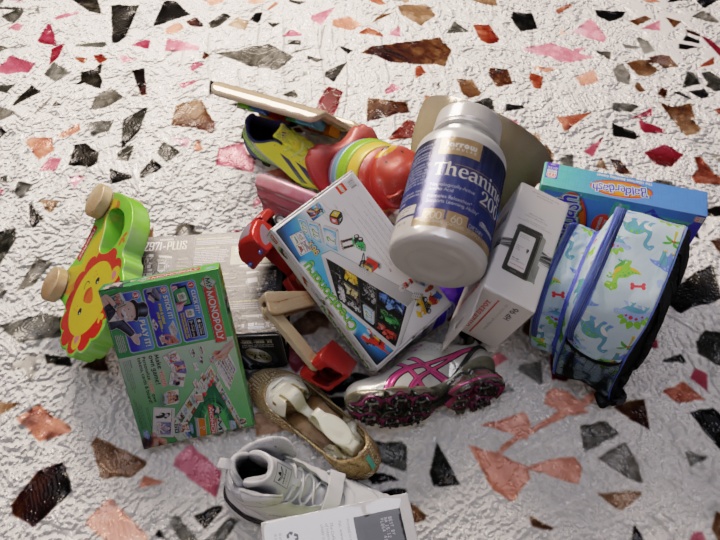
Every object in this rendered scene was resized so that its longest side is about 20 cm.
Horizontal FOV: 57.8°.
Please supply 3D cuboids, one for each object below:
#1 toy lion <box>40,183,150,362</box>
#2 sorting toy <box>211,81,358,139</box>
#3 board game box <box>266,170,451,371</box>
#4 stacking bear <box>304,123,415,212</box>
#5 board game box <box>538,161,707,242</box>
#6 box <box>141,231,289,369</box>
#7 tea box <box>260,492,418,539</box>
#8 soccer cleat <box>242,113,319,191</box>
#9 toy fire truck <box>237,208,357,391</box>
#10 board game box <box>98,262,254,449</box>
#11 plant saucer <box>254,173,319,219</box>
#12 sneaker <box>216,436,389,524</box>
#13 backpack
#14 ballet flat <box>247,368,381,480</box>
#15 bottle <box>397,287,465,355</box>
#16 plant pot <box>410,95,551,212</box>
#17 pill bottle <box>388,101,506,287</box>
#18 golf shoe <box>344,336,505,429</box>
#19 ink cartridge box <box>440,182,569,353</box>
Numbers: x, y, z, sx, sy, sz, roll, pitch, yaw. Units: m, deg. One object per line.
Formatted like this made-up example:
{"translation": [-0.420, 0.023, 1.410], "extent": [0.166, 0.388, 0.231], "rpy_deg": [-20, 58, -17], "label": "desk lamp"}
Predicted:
{"translation": [-0.323, 0.006, 0.825], "extent": [0.191, 0.068, 0.201], "rpy_deg": [27, 89, 48], "label": "toy lion"}
{"translation": [-0.113, -0.247, 1.028], "extent": [0.184, 0.200, 0.037], "rpy_deg": [19, 102, 15], "label": "sorting toy"}
{"translation": [0.000, 0.000, 0.764], "extent": [0.126, 0.035, 0.201], "rpy_deg": [-38, 93, -20], "label": "board game box"}
{"translation": [0.023, -0.131, 0.896], "extent": [0.121, 0.115, 0.200], "rpy_deg": [-29, 22, -17], "label": "stacking bear"}
{"translation": [0.326, -0.058, 0.865], "extent": [0.198, 0.153, 0.045], "rpy_deg": [13, 56, 12], "label": "board game box"}
{"translation": [-0.195, 0.040, 0.854], "extent": [0.198, 0.086, 0.165], "rpy_deg": [-4, 55, -1], "label": "box"}
{"translation": [-0.002, 0.333, 0.570], "extent": [0.132, 0.198, 0.201], "rpy_deg": [-9, 54, -5], "label": "tea box"}
{"translation": [-0.101, -0.185, 1.012], "extent": [0.199, 0.084, 0.065], "rpy_deg": [25, 59, 18], "label": "soccer cleat"}
{"translation": [-0.077, 0.032, 0.785], "extent": [0.200, 0.049, 0.141], "rpy_deg": [40, 42, -9], "label": "toy fire truck"}
{"translation": [-0.208, 0.101, 0.757], "extent": [0.133, 0.202, 0.029], "rpy_deg": [-11, 18, -6], "label": "board game box"}
{"translation": [-0.054, -0.072, 0.887], "extent": [0.199, 0.200, 0.051], "rpy_deg": [22, 92, 17], "label": "plant saucer"}
{"translation": [-0.058, 0.237, 0.691], "extent": [0.198, 0.115, 0.076], "rpy_deg": [9, 55, 8], "label": "sneaker"}
{"translation": [0.289, 0.027, 0.775], "extent": [0.146, 0.201, 0.184], "rpy_deg": [24, 59, 18], "label": "backpack"}
{"translation": [-0.058, 0.167, 0.771], "extent": [0.199, 0.065, 0.071], "rpy_deg": [30, 64, 22], "label": "ballet flat"}
{"translation": [0.080, 0.043, 0.844], "extent": [0.199, 0.084, 0.065], "rpy_deg": [-32, 59, -20], "label": "bottle"}
{"translation": [0.148, -0.134, 0.922], "extent": [0.199, 0.200, 0.135], "rpy_deg": [26, 88, 19], "label": "plant pot"}
{"translation": [0.107, -0.092, 0.753], "extent": [0.110, 0.111, 0.201], "rpy_deg": [12, 64, 10], "label": "pill bottle"}
{"translation": [0.069, 0.132, 0.788], "extent": [0.198, 0.073, 0.092], "rpy_deg": [-6, 46, -20], "label": "golf shoe"}
{"translation": [0.171, 0.011, 0.776], "extent": [0.067, 0.116, 0.201], "rpy_deg": [26, 61, 2], "label": "ink cartridge box"}
